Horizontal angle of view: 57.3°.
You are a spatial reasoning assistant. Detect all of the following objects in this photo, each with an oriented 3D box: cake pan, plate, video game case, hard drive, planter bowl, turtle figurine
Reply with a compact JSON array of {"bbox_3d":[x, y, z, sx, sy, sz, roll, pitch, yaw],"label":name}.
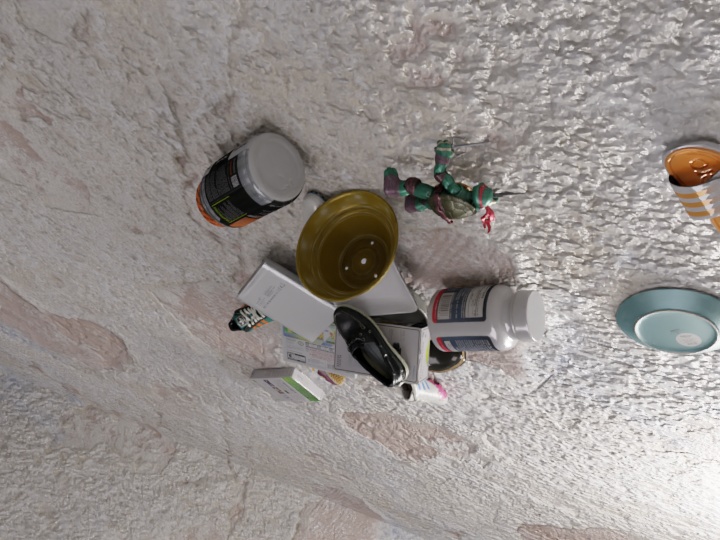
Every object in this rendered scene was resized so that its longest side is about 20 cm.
[{"bbox_3d":[0.056,0.080,1.402,0.196,0.037,0.202,16,149,10],"label":"cake pan"},{"bbox_3d":[0.544,0.098,1.137,0.196,0.026,0.202,16,147,10],"label":"plate"},{"bbox_3d":[0.000,0.000,1.281,0.196,0.032,0.203,-8,120,39],"label":"plate"},{"bbox_3d":[-0.100,0.160,1.572,0.196,0.022,0.186,11,123,18],"label":"video game case"},{"bbox_3d":[-0.150,0.066,1.411,0.198,0.027,0.132,32,128,-18],"label":"hard drive"},{"bbox_3d":[-0.009,-0.030,1.144,0.196,0.205,0.083,2,160,29],"label":"planter bowl"},{"bbox_3d":[0.137,-0.123,0.993,0.197,0.102,0.150,3,144,39],"label":"turtle figurine"}]

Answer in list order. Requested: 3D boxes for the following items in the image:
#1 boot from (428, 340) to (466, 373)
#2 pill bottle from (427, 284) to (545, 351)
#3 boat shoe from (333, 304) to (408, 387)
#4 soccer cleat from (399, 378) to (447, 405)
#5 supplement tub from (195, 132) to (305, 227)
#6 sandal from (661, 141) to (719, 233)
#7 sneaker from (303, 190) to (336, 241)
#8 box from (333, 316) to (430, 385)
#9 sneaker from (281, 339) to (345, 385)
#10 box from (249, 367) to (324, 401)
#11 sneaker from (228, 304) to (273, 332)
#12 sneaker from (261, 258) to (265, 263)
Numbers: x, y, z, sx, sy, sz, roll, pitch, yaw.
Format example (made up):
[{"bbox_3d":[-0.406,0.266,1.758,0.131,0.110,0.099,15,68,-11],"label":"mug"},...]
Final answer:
[{"bbox_3d":[0.117,0.187,1.432,0.197,0.080,0.137,-13,168,42],"label":"boot"},{"bbox_3d":[0.234,0.089,1.225,0.197,0.121,0.120,-5,140,38],"label":"pill bottle"},{"bbox_3d":[0.009,0.154,1.311,0.200,0.066,0.074,50,124,6],"label":"boat shoe"},{"bbox_3d":[0.141,0.299,1.635,0.069,0.088,0.200,-14,134,44],"label":"soccer cleat"},{"bbox_3d":[-0.196,-0.147,1.133,0.122,0.124,0.198,40,144,-28],"label":"supplement tub"},{"bbox_3d":[0.472,-0.087,0.866,0.206,0.060,0.078,39,145,-25],"label":"sandal"},{"bbox_3d":[-0.077,-0.046,1.221,0.071,0.072,0.204,12,124,32],"label":"sneaker"},{"bbox_3d":[0.044,0.162,1.378,0.196,0.120,0.060,4,-175,26],"label":"box"},{"bbox_3d":[-0.118,0.224,1.702,0.089,0.076,0.201,-14,125,41],"label":"sneaker"},{"bbox_3d":[-0.222,0.346,1.987,0.197,0.037,0.144,-8,137,42],"label":"box"},{"bbox_3d":[-0.255,0.109,1.582,0.072,0.079,0.199,59,144,2],"label":"sneaker"},{"bbox_3d":[-0.136,0.046,1.454,0.106,0.068,0.204,-12,125,16],"label":"sneaker"}]
